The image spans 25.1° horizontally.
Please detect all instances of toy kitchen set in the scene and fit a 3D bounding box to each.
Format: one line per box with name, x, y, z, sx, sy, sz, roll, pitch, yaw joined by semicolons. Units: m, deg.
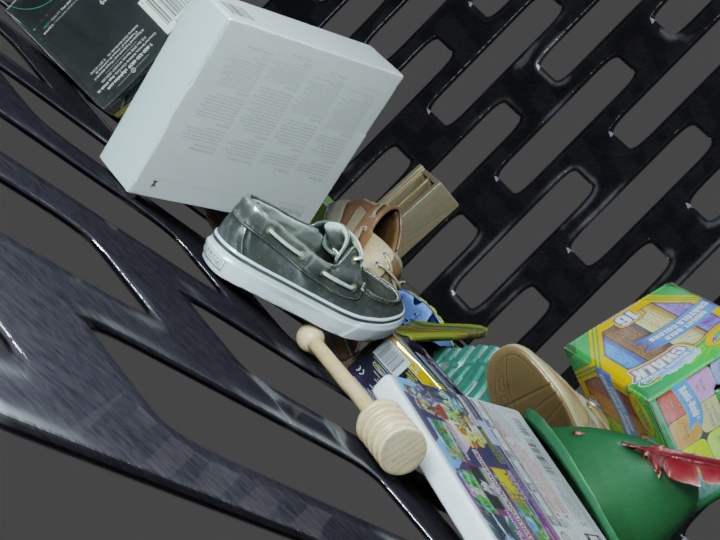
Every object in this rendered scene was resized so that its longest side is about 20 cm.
toy kitchen set;-0.031;-0.107;1.894;0.200;0.180;0.163;49;1;-22

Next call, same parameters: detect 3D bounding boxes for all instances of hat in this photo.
hat;0.256;0.156;1.314;0.201;0.175;0.166;58;-3;30

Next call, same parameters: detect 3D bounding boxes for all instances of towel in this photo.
towel;0.049;0.058;1.542;0.085;0.018;0.200;0;-1;25

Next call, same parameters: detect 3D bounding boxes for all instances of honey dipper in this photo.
honey dipper;-0.006;0.084;1.178;0.038;0.038;0.200;43;3;-32

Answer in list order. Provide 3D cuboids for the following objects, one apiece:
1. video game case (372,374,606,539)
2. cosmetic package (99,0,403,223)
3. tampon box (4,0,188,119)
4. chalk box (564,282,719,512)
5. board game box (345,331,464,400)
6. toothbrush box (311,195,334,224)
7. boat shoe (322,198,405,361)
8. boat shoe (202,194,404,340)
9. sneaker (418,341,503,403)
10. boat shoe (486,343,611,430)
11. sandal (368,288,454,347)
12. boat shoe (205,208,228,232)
video game case;0.112;0.170;1.195;0.182;0.023;0.201;20;30;-49
cosmetic package;-0.079;-0.117;1.220;0.199;0.152;0.052;10;28;-50
tampon box;-0.203;-0.228;1.476;0.126;0.150;0.200;45;3;5
chalk box;0.288;0.113;1.387;0.125;0.123;0.200;64;-11;-21
board game box;0.084;0.146;1.372;0.200;0.057;0.165;48;2;15
toothbrush box;-0.083;-0.062;1.547;0.200;0.086;0.146;46;4;-7
boat shoe;0.000;0.000;1.386;0.201;0.071;0.076;-82;158;-50
boat shoe;-0.028;-0.002;1.248;0.199;0.071;0.072;21;24;-43
sneaker;0.111;0.120;1.536;0.199;0.074;0.088;14;-35;56
boat shoe;0.184;0.147;1.421;0.201;0.071;0.064;55;34;0
sandal;0.069;0.092;1.694;0.200;0.080;0.087;45;7;7
boat shoe;-0.083;-0.033;1.377;0.075;0.074;0.203;47;14;-26
